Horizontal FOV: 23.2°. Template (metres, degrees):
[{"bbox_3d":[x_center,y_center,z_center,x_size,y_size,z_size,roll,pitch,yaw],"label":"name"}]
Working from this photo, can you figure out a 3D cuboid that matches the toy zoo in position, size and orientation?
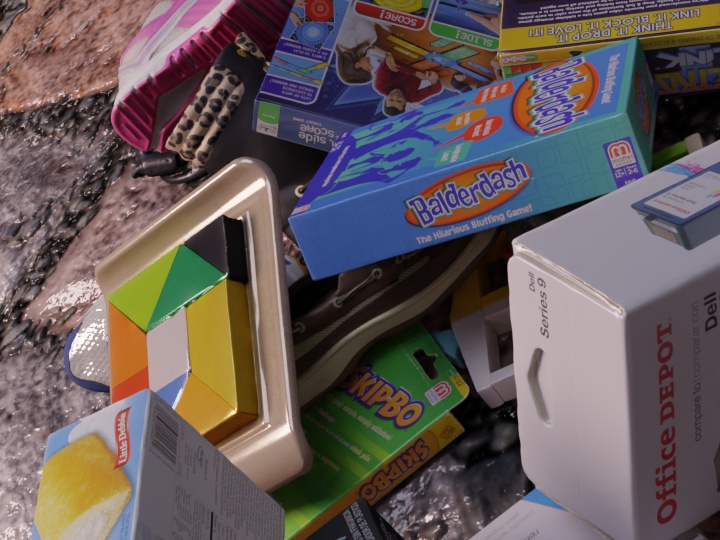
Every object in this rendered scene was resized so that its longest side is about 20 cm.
[{"bbox_3d":[0.129,0.005,1.061,0.200,0.020,0.131,-25,40,20],"label":"toy zoo"}]

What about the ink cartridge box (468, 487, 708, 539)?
[{"bbox_3d":[0.137,0.182,0.841,0.116,0.067,0.200,-38,37,2],"label":"ink cartridge box"}]

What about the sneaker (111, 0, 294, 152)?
[{"bbox_3d":[-0.103,-0.177,1.263,0.200,0.081,0.088,-33,45,8],"label":"sneaker"}]

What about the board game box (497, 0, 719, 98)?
[{"bbox_3d":[0.193,-0.184,1.123,0.200,0.057,0.165,-5,49,14],"label":"board game box"}]

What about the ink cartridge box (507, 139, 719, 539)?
[{"bbox_3d":[0.175,0.024,0.841,0.200,0.145,0.088,-24,35,-25],"label":"ink cartridge box"}]

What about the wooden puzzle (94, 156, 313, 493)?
[{"bbox_3d":[-0.107,0.054,1.076,0.185,0.037,0.200,-32,59,41],"label":"wooden puzzle"}]

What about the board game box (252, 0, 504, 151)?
[{"bbox_3d":[0.043,-0.126,1.157,0.200,0.034,0.135,16,56,4],"label":"board game box"}]

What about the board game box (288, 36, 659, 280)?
[{"bbox_3d":[0.070,-0.067,1.021,0.200,0.045,0.152,-16,18,17],"label":"board game box"}]

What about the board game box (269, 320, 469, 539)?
[{"bbox_3d":[-0.023,0.117,1.074,0.200,0.030,0.096,-41,36,4],"label":"board game box"}]

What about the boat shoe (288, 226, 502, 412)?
[{"bbox_3d":[0.002,0.002,1.090,0.202,0.075,0.075,-43,24,-4],"label":"boat shoe"}]

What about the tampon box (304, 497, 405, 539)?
[{"bbox_3d":[-0.023,0.245,0.866,0.200,0.126,0.150,-38,37,4],"label":"tampon box"}]

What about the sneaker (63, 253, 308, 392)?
[{"bbox_3d":[-0.130,0.040,1.179,0.200,0.075,0.088,-21,9,25],"label":"sneaker"}]

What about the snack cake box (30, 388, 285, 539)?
[{"bbox_3d":[-0.095,0.169,0.804,0.067,0.115,0.200,-25,38,22],"label":"snack cake box"}]

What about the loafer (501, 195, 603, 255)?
[{"bbox_3d":[0.147,-0.011,0.996,0.070,0.075,0.200,-34,35,-15],"label":"loafer"}]

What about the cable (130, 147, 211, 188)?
[{"bbox_3d":[-0.091,-0.148,1.318,0.163,0.051,0.200,-6,50,39],"label":"cable"}]

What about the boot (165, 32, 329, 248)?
[{"bbox_3d":[-0.025,-0.116,1.207,0.200,0.151,0.073,-57,-1,-13],"label":"boot"}]
